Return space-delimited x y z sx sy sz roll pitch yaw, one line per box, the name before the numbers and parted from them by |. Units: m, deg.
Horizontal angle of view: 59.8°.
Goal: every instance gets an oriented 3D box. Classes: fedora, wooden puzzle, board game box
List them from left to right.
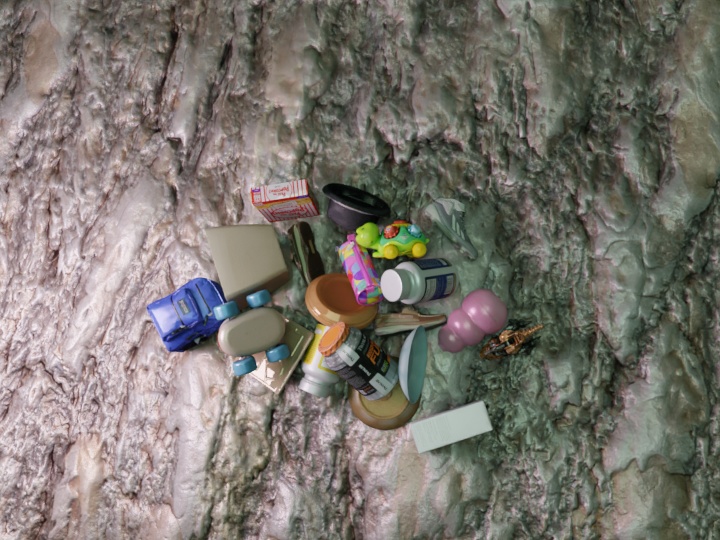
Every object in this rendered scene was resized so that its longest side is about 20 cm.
wooden puzzle | -0.232 0.217 1.704 0.200 0.046 0.186 26 82 35
board game box | -0.202 -0.188 1.718 0.151 0.200 0.046 -8 79 5
fedora | -0.020 -0.165 1.735 0.200 0.201 0.092 24 112 9

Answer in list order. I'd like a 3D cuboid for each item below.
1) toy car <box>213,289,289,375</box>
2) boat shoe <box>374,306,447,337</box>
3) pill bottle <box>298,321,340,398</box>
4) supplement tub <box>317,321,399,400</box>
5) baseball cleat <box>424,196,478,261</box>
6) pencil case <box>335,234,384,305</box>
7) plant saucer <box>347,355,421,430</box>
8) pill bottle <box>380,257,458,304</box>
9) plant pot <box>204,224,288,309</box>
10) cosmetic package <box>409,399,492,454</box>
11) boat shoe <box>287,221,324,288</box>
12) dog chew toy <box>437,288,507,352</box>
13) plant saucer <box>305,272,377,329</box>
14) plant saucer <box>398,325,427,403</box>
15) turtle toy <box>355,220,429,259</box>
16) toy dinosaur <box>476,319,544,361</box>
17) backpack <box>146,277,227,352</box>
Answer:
toy car | -0.306 0.162 1.668 0.177 0.200 0.185 -20 95 -23
boat shoe | 0.133 0.131 1.690 0.199 0.076 0.072 -8 75 2
pill bottle | -0.092 0.233 1.672 0.111 0.111 0.200 21 81 9
supplement tub | -0.006 0.227 1.584 0.200 0.123 0.123 43 85 -21
baseball cleat | 0.271 -0.125 1.726 0.106 0.070 0.200 -43 79 -3
pencil case | 0.000 0.000 1.683 0.088 0.088 0.200 -24 51 1
plant saucer | 0.063 0.326 1.678 0.200 0.035 0.201 -1 80 5
pill bottle | 0.153 0.029 1.638 0.200 0.111 0.111 -7 75 -39
plant pot | -0.300 -0.022 1.709 0.177 0.200 0.200 -19 78 -9
cosmetic package | 0.232 0.400 1.610 0.200 0.113 0.081 -20 78 0
boat shoe | -0.158 -0.033 1.761 0.075 0.075 0.203 -16 84 38
dog chew toy | 0.288 0.141 1.651 0.200 0.125 0.125 -40 78 3
plant saucer | -0.047 0.075 1.675 0.200 0.038 0.200 10 43 -10
plant saucer | 0.130 0.239 1.610 0.039 0.201 0.202 4 79 19
turtle toy | 0.087 -0.082 1.680 0.199 0.146 0.101 -3 91 -6
toy dinosaur | 0.393 0.188 1.617 0.200 0.136 0.102 -8 94 46
backpack | -0.458 0.117 1.705 0.200 0.168 0.163 -29 85 -4
